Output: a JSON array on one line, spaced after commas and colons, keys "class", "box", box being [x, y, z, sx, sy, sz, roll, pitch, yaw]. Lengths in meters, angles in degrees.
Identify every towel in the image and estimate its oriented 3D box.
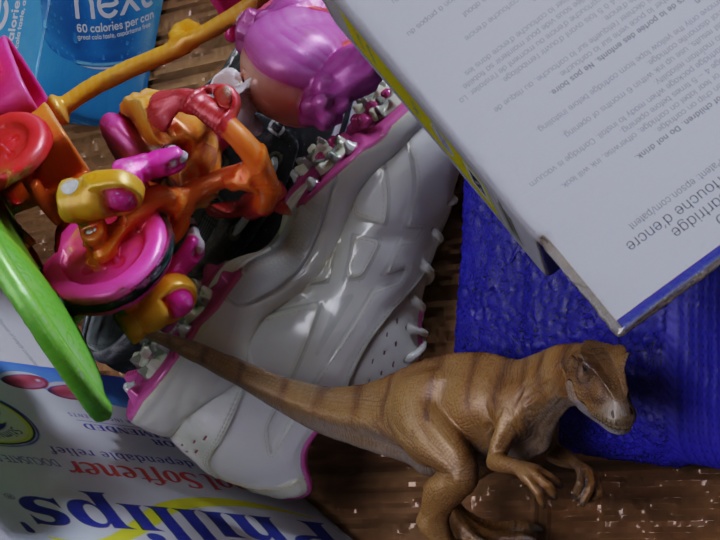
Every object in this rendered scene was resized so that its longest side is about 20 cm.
[{"class": "towel", "box": [0.109, -0.007, 0.745, 0.199, 0.049, 0.149, 6, 90, 46]}]

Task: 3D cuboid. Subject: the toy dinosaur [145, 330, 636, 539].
[{"class": "toy dinosaur", "box": [0.025, 0.055, 0.785, 0.199, 0.060, 0.107, -6, 106, 39]}]

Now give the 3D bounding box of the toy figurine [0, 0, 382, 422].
[{"class": "toy figurine", "box": [-0.061, -0.065, 0.803, 0.184, 0.151, 0.200, -34, 41, -5]}]

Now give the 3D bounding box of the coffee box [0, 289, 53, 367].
[{"class": "coffee box", "box": [-0.267, 0.081, 1.012, 0.200, 0.199, 0.199, 43, 113, 42]}]

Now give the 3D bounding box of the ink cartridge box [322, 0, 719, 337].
[{"class": "ink cartridge box", "box": [0.109, -0.091, 0.702, 0.197, 0.047, 0.200, -35, 54, -2]}]

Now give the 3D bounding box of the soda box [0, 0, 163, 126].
[{"class": "soda box", "box": [-0.125, -0.168, 1.013, 0.068, 0.064, 0.202, 9, 90, 46]}]

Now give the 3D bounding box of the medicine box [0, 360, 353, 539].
[{"class": "medicine box", "box": [-0.106, 0.120, 0.851, 0.200, 0.181, 0.104, 34, 106, 44]}]

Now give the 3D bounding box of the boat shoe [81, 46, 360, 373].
[{"class": "boat shoe", "box": [-0.051, -0.039, 0.906, 0.072, 0.071, 0.201, 34, 106, 44]}]

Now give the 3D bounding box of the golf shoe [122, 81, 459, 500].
[{"class": "golf shoe", "box": [0.000, 0.000, 0.857, 0.200, 0.091, 0.075, -48, 9, 7]}]
